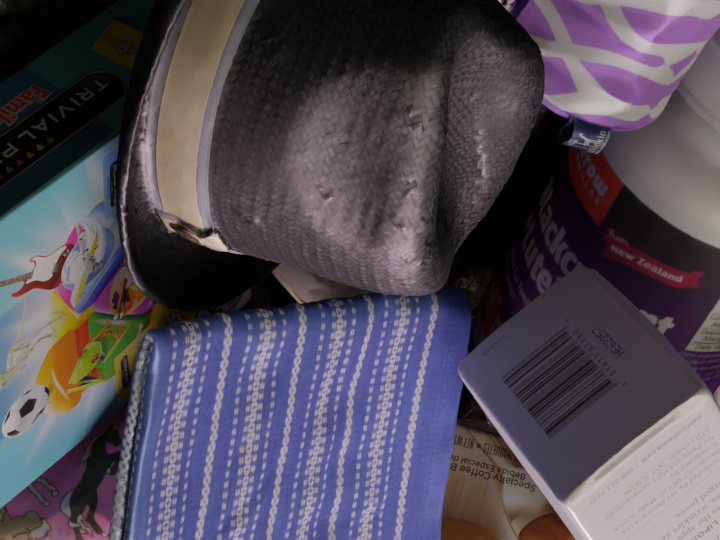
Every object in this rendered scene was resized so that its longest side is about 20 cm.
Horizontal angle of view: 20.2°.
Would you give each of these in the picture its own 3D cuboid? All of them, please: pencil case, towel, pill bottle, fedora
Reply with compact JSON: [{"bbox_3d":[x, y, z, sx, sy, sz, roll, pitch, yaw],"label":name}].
[{"bbox_3d":[0.113,-0.142,0.712,0.085,0.084,0.201,17,128,-19],"label":"pencil case"},{"bbox_3d":[-0.021,0.083,0.754,0.199,0.024,0.146,-7,109,-55],"label":"towel"},{"bbox_3d":[0.133,-0.023,0.851,0.111,0.112,0.201,-5,139,-32],"label":"pill bottle"},{"bbox_3d":[-0.124,0.098,0.803,0.199,0.087,0.083,-19,139,20],"label":"pencil case"},{"bbox_3d":[0.004,-0.055,0.661,0.201,0.091,0.201,-54,162,-27],"label":"fedora"}]

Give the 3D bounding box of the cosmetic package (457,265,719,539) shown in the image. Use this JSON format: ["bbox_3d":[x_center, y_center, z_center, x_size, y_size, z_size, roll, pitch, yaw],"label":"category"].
[{"bbox_3d":[0.127,0.104,0.814,0.074,0.102,0.200,-37,127,0],"label":"cosmetic package"}]

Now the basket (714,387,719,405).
[{"bbox_3d":[0.232,0.060,1.024,0.135,0.124,0.201,-17,146,-18],"label":"basket"}]

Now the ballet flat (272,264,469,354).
[{"bbox_3d":[0.000,0.000,0.825,0.069,0.070,0.200,-31,147,3],"label":"ballet flat"}]

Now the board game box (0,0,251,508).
[{"bbox_3d":[-0.119,0.009,0.695,0.200,0.047,0.152,-41,155,-29],"label":"board game box"}]

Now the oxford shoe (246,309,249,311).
[{"bbox_3d":[-0.101,0.081,0.877,0.199,0.071,0.073,-32,113,17],"label":"oxford shoe"}]

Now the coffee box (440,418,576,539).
[{"bbox_3d":[0.021,0.164,0.892,0.114,0.080,0.202,15,89,-10],"label":"coffee box"}]
